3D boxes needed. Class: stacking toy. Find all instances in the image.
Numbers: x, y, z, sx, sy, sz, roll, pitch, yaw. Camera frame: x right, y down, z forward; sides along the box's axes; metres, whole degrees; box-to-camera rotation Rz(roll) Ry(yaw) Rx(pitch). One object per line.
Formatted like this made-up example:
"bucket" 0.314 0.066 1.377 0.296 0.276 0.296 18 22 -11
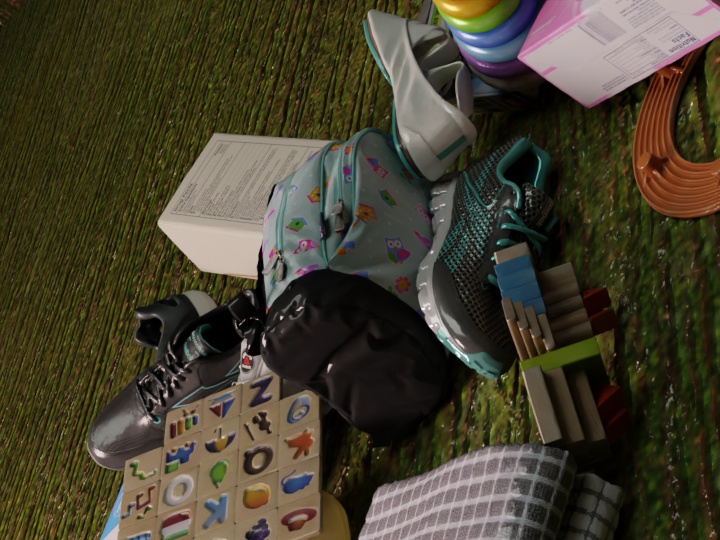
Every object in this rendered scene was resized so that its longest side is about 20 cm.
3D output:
"stacking toy" 0.082 -0.195 1.165 0.084 0.200 0.086 -6 73 21

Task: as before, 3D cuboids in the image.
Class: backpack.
"backpack" 0.000 0.000 1.212 0.126 0.167 0.201 -29 38 24

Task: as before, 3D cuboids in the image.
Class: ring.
"ring" 0.231 -0.125 1.040 0.201 0.019 0.201 -47 25 30

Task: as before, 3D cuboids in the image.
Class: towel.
"towel" 0.047 0.193 0.967 0.199 0.085 0.167 -26 40 55

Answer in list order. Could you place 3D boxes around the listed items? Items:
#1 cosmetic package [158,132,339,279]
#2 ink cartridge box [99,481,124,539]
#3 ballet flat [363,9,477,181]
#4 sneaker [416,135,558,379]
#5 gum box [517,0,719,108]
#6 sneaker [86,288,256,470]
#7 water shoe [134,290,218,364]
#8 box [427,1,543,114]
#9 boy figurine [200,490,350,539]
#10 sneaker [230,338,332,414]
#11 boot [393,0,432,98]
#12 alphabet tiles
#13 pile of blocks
"cosmetic package" -0.061 -0.049 1.405 0.199 0.073 0.104 8 59 45
"ink cartridge box" -0.147 0.227 1.365 0.199 0.066 0.117 -18 47 59
"ballet flat" 0.050 -0.141 1.262 0.070 0.069 0.201 -49 30 26
"sneaker" 0.092 -0.018 1.144 0.091 0.077 0.201 -39 32 33
"gum box" 0.192 -0.193 1.098 0.114 0.066 0.200 -63 14 -20
"sneaker" -0.140 0.079 1.341 0.199 0.079 0.076 -37 60 0
"water shoe" -0.135 0.099 1.419 0.201 0.078 0.072 -122 28 -46
"box" 0.107 -0.222 1.317 0.109 0.035 0.202 -1 73 48
"boy figurine" -0.081 0.206 1.212 0.199 0.124 0.065 -22 81 30
"sneaker" -0.072 0.097 1.291 0.074 0.088 0.201 3 57 57
"boot" 0.096 -0.249 1.412 0.182 0.072 0.201 -49 16 58
"alphabet tiles" -0.099 0.157 1.188 0.165 0.006 0.201 -22 38 17
"pile of blocks" 0.122 0.034 1.008 0.061 0.083 0.201 -18 36 7
